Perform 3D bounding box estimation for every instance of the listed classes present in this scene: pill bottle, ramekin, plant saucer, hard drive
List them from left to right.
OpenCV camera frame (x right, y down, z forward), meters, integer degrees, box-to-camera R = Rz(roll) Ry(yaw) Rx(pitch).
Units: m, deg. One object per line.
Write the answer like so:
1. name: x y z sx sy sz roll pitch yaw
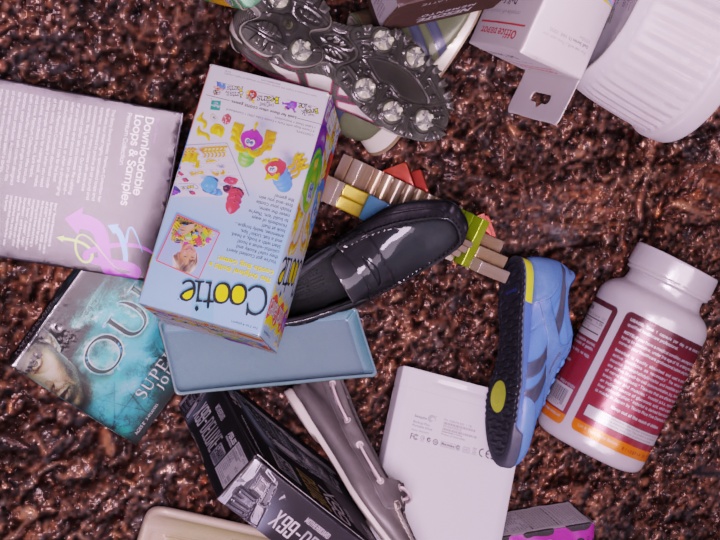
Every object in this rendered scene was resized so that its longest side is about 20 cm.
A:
1. plant saucer: -0.081 0.072 1.217 0.199 0.019 0.070 -2 63 -33
2. hard drive: 0.077 0.203 1.299 0.131 0.027 0.201 16 77 -16
3. pill bottle: 0.260 0.081 1.329 0.112 0.113 0.201 24 94 -23
4. ramekin: 0.261 -0.224 1.215 0.105 0.200 0.201 22 95 -14

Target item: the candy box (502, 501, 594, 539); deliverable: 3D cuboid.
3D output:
1. candy box: 0.129 0.313 1.366 0.199 0.061 0.137 -6 104 -18

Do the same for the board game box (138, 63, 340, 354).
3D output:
1. board game box: -0.094 -0.047 1.131 0.104 0.103 0.201 15 80 7

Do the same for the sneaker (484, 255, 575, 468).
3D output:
1. sneaker: 0.166 0.087 1.298 0.078 0.066 0.202 13 78 -23

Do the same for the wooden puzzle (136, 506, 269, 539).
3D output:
1. wooden puzzle: -0.137 0.328 1.287 0.184 0.037 0.201 17 97 -23

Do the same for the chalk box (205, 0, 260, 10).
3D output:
1. chalk box: -0.091 -0.287 1.065 0.125 0.200 0.124 -41 112 -7

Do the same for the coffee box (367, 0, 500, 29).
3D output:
1. coffee box: 0.043 -0.310 1.140 0.114 0.080 0.201 -15 86 -15

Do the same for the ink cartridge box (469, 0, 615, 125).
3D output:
1. ink cartridge box: 0.165 -0.237 1.215 0.067 0.117 0.201 21 95 -22

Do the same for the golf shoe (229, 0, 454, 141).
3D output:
1. golf shoe: -0.015 -0.168 1.145 0.199 0.088 0.078 28 75 -17

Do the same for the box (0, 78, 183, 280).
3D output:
1. box: -0.253 -0.076 1.131 0.199 0.036 0.144 10 97 -12

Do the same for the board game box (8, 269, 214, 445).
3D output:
1. board game box: -0.191 0.034 1.201 0.135 0.028 0.201 36 89 -24

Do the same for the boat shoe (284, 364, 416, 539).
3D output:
1. boat shoe: 0.006 0.172 1.241 0.057 0.067 0.200 -34 75 -4

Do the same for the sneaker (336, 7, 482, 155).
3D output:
1. sneaker: 0.032 -0.205 1.201 0.090 0.067 0.201 30 95 -29

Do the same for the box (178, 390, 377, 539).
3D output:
1. box: -0.069 0.179 1.186 0.158 0.200 0.050 42 92 -23

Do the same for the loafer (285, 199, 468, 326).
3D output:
1. loafer: 0.000 0.000 1.183 0.200 0.071 0.068 -22 117 19

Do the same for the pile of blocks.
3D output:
1. pile of blocks: 0.057 -0.055 1.239 0.199 0.082 0.062 23 95 -23
